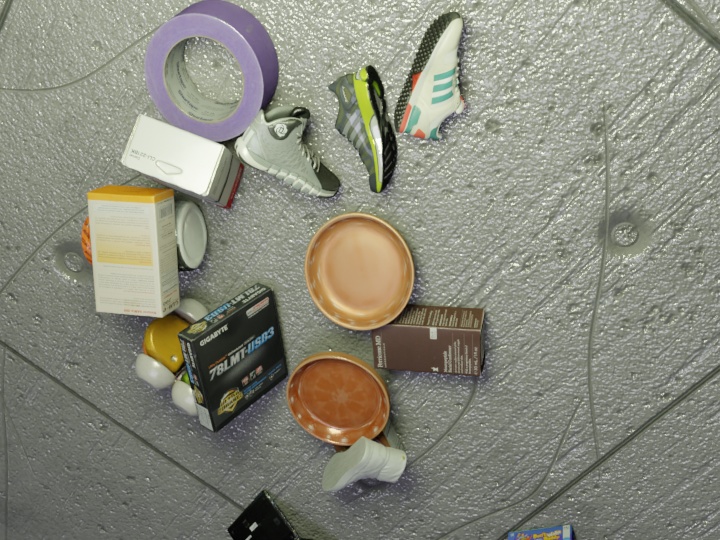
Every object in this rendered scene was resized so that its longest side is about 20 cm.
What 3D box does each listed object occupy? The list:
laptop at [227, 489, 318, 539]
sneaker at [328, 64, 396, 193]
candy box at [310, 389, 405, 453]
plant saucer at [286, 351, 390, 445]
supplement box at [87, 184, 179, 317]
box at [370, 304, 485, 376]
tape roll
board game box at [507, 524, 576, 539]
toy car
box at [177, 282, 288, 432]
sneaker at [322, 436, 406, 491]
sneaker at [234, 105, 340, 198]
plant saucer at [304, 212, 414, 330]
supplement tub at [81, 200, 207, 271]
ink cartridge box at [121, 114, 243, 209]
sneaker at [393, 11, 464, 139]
[{"bbox_3d":[-0.170,0.594,1.913,0.201,0.103,0.178,49,122,14],"label":"laptop"},{"bbox_3d":[0.005,-0.220,1.364,0.079,0.074,0.204,-1,114,25],"label":"sneaker"},{"bbox_3d":[-0.004,0.305,1.674,0.115,0.057,0.203,-16,113,22],"label":"candy box"},{"bbox_3d":[-0.040,0.235,1.593,0.196,0.032,0.204,7,121,11],"label":"plant saucer"},{"bbox_3d":[-0.372,-0.032,1.418,0.123,0.074,0.205,5,106,13],"label":"supplement box"},{"bbox_3d":[0.121,0.121,1.525,0.195,0.075,0.102,3,121,15],"label":"box"},{"bbox_3d":[-0.233,-0.313,1.354,0.195,0.085,0.204,7,122,11],"label":"tape roll"},{"bbox_3d":[0.392,0.617,1.761,0.132,0.045,0.203,-13,116,21],"label":"board game box"},{"bbox_3d":[-0.327,0.169,1.634,0.199,0.177,0.150,38,156,-10],"label":"toy car"},{"bbox_3d":[-0.226,0.156,1.563,0.049,0.199,0.202,18,127,36],"label":"box"},{"bbox_3d":[0.011,0.385,1.641,0.114,0.075,0.200,20,145,-21],"label":"sneaker"},{"bbox_3d":[-0.092,-0.195,1.367,0.197,0.076,0.116,19,117,-35],"label":"sneaker"},{"bbox_3d":[0.000,0.000,1.479,0.195,0.037,0.205,3,102,16],"label":"plant saucer"},{"bbox_3d":[-0.381,-0.058,1.519,0.195,0.123,0.125,-1,120,15],"label":"supplement tub"},{"bbox_3d":[-0.278,-0.169,1.376,0.142,0.200,0.085,20,90,1],"label":"ink cartridge box"},{"bbox_3d":[0.124,-0.288,1.298,0.092,0.071,0.202,15,122,-16],"label":"sneaker"}]
